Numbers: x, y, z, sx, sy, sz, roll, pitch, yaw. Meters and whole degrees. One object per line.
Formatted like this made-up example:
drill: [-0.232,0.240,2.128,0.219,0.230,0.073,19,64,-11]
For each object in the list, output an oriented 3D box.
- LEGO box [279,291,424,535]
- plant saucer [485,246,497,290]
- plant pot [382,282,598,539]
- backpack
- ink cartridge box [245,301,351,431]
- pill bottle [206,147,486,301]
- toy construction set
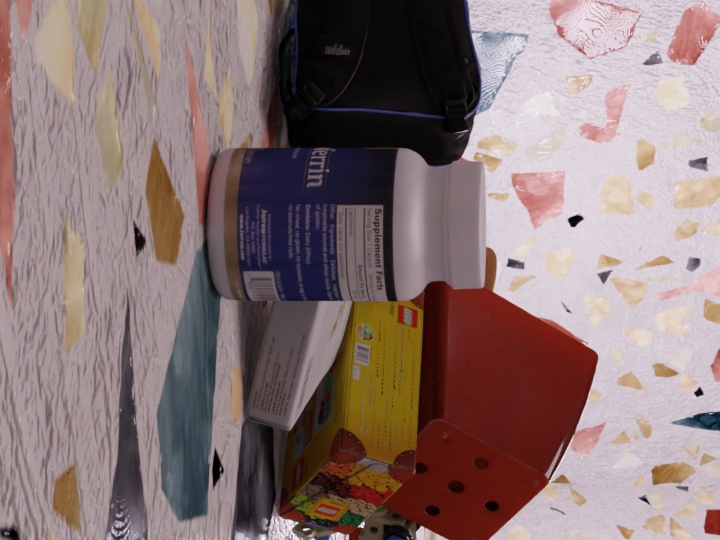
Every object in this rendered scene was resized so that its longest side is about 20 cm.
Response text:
LEGO box: [-0.008,0.126,1.529,0.149,0.077,0.200,130,-28,-50]
plant saucer: [0.099,0.060,1.885,0.200,0.037,0.200,-157,-90,-79]
plant pot: [0.101,0.154,1.604,0.200,0.200,0.176,-50,-163,35]
backpack: [0.012,-0.194,1.499,0.147,0.183,0.200,108,-18,-60]
ink cartridge box: [-0.036,0.012,1.372,0.174,0.043,0.200,-57,163,-68]
pill bottle: [-0.007,-0.034,1.199,0.116,0.200,0.116,0,90,-85]
toy construction set: [-0.006,0.286,1.628,0.200,0.131,0.092,80,26,-44]
